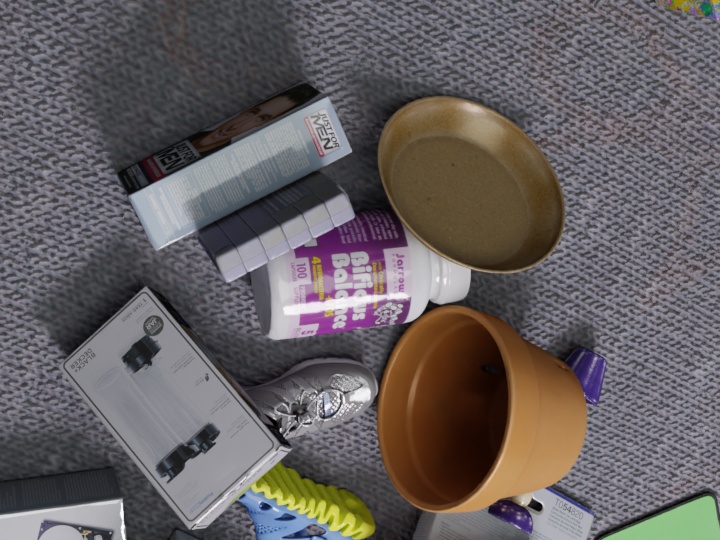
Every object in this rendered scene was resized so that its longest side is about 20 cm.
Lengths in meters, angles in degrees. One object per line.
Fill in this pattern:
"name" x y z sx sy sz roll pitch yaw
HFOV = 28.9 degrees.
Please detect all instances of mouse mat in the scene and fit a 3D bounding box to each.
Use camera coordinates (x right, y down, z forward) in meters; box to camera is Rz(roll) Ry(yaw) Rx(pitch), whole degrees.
"mouse mat" 0.357 0.366 1.617 0.160 0.008 0.201 -19 110 -11

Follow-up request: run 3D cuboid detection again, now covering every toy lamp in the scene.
"toy lamp" 0.202 0.177 1.470 0.058 0.058 0.201 28 83 -22

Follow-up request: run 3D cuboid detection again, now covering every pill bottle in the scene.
"pill bottle" 0.000 0.000 1.338 0.198 0.112 0.113 -8 109 -14

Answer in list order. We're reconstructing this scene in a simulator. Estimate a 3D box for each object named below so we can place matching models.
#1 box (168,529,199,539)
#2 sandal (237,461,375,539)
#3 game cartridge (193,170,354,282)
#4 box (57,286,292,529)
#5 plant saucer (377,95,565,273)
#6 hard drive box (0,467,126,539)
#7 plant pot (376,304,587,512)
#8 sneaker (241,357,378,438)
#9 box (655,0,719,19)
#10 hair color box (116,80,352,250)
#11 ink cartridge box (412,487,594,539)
"box" -0.165 0.400 1.362 0.130 0.200 0.200 30 96 -22
"sandal" -0.077 0.246 1.403 0.199 0.080 0.087 33 103 -31
"game cartridge" -0.083 -0.048 1.250 0.129 0.200 0.039 -23 107 -8
"box" -0.172 0.129 1.298 0.117 0.060 0.200 -43 78 -2
"plant saucer" 0.101 -0.076 1.334 0.199 0.201 0.035 12 145 -20
"hard drive box" -0.327 0.287 1.346 0.198 0.077 0.157 -6 108 -15
"plant pot" 0.131 0.144 1.390 0.139 0.200 0.201 12 103 -36
"sneaker" -0.074 0.145 1.375 0.199 0.082 0.075 -15 111 -11
"box" 0.370 -0.374 1.332 0.192 0.122 0.201 -24 112 -10
"hair color box" -0.117 -0.099 1.279 0.199 0.099 0.061 -27 112 -8
"ink cartridge box" 0.144 0.314 1.501 0.199 0.041 0.201 31 70 -23
